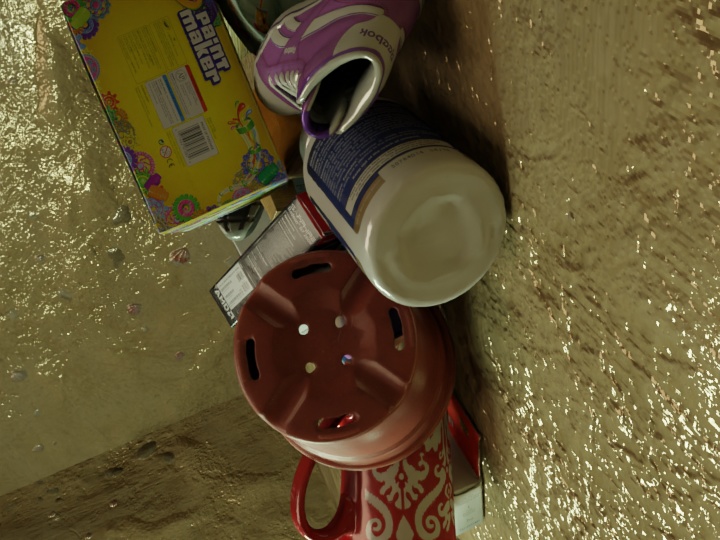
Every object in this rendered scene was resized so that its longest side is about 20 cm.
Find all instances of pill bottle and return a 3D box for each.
[{"bbox_3d":[0.020,-0.067,0.628,0.200,0.110,0.112,-127,20,-54],"label":"pill bottle"}]

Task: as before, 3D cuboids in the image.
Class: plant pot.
[{"bbox_3d":[-0.016,0.074,0.714,0.195,0.198,0.203,59,-173,-76],"label":"plant pot"}]

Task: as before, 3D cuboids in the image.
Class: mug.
[{"bbox_3d":[0.026,0.194,0.838,0.132,0.176,0.204,-1,89,35],"label":"mug"}]

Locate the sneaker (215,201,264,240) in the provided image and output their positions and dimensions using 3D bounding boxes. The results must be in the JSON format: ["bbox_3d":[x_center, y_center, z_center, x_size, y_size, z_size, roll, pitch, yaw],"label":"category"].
[{"bbox_3d":[-0.140,-0.121,1.059,0.080,0.074,0.203,73,-160,-59],"label":"sneaker"}]

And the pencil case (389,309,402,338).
[{"bbox_3d":[0.000,0.000,0.916,0.078,0.087,0.200,45,-175,-34],"label":"pencil case"}]

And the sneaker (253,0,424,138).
[{"bbox_3d":[-0.039,-0.140,0.601,0.072,0.116,0.200,30,153,-22],"label":"sneaker"}]

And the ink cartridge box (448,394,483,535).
[{"bbox_3d":[0.079,0.178,0.948,0.175,0.043,0.201,79,165,-45],"label":"ink cartridge box"}]

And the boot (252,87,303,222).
[{"bbox_3d":[-0.082,-0.160,0.908,0.201,0.070,0.146,-49,57,46],"label":"boot"}]

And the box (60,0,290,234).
[{"bbox_3d":[-0.158,-0.151,0.755,0.193,0.120,0.203,-140,27,-84],"label":"box"}]

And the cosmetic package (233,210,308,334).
[{"bbox_3d":[-0.114,0.008,1.157,0.201,0.071,0.102,59,176,26],"label":"cosmetic package"}]

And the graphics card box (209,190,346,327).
[{"bbox_3d":[-0.055,-0.024,0.806,0.051,0.125,0.200,55,137,6],"label":"graphics card box"}]

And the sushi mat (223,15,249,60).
[{"bbox_3d":[-0.116,-0.303,0.897,0.012,0.096,0.200,43,165,5],"label":"sushi mat"}]

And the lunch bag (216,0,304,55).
[{"bbox_3d":[-0.085,-0.286,0.720,0.170,0.120,0.203,-142,38,-67],"label":"lunch bag"}]

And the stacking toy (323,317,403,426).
[{"bbox_3d":[-0.006,0.128,0.995,0.086,0.084,0.202,59,148,39],"label":"stacking toy"}]

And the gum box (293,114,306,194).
[{"bbox_3d":[-0.080,-0.117,1.084,0.170,0.044,0.203,-136,35,-73],"label":"gum box"}]
